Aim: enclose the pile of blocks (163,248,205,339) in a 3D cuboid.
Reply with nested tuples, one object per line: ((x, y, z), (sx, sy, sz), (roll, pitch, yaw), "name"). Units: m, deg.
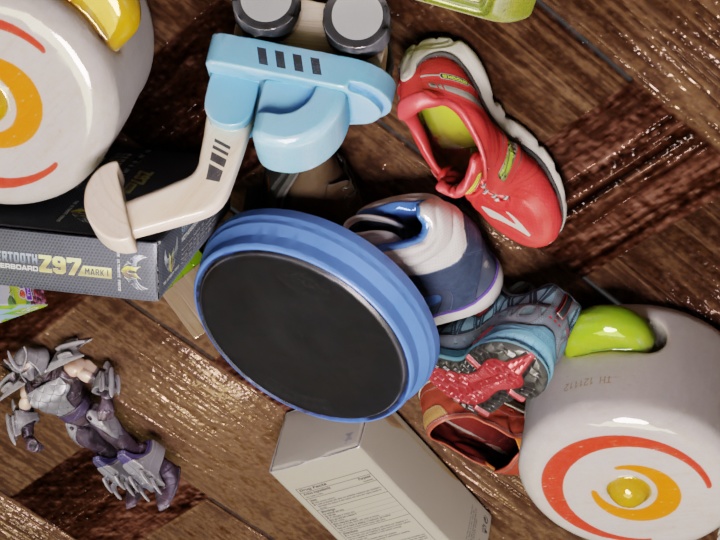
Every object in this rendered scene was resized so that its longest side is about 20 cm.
((-0.184, -0.017, 1.630), (0.199, 0.082, 0.062), (27, 180, -1), "pile of blocks")

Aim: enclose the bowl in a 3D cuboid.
((-0.038, 0.040, 1.525), (0.200, 0.039, 0.201), (19, 141, 16), "bowl")

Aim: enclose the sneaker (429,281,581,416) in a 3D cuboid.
((0.115, 0.058, 1.601), (0.079, 0.096, 0.200), (44, 157, -16), "sneaker")

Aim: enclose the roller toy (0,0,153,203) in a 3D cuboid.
((-0.245, -0.147, 1.404), (0.199, 0.140, 0.183), (5, 125, 8), "roller toy")

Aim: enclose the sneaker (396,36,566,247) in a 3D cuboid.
((0.082, -0.077, 1.462), (0.077, 0.085, 0.200), (-19, 128, 32), "sneaker")

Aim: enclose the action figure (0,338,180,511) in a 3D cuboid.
((-0.247, 0.135, 1.791), (0.130, 0.070, 0.200), (-20, 125, 38), "action figure")

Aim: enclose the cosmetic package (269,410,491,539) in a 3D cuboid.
((0.021, 0.200, 1.783), (0.105, 0.071, 0.200), (-17, 129, 31), "cosmetic package")

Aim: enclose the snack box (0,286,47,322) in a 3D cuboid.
((-0.386, 0.035, 1.676), (0.199, 0.053, 0.142), (-19, 171, 30), "snack box")

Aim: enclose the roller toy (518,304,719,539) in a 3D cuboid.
((0.224, 0.133, 1.606), (0.199, 0.140, 0.183), (25, 137, -12), "roller toy")

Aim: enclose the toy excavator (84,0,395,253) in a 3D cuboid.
((-0.079, -0.100, 1.376), (0.194, 0.201, 0.100), (10, 165, 4), "toy excavator")

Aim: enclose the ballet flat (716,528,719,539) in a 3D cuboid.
((0.343, 0.249, 1.754), (0.063, 0.069, 0.200), (9, 138, 26), "ballet flat")

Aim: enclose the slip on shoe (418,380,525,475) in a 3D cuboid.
((0.136, 0.153, 1.710), (0.199, 0.061, 0.074), (28, 134, -16), "slip on shoe")

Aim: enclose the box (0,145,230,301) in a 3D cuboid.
((-0.196, -0.041, 1.491), (0.157, 0.200, 0.051), (7, 113, 11), "box")

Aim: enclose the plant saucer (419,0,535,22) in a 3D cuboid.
((0.038, -0.251, 1.317), (0.199, 0.048, 0.200), (16, 138, -1), "plant saucer")

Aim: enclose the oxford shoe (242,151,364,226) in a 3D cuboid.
((-0.034, -0.076, 1.520), (0.084, 0.073, 0.200), (4, 141, -15), "oxford shoe")

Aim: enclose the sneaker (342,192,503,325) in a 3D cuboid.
((0.000, 0.000, 1.550), (0.199, 0.081, 0.146), (-20, 144, 21), "sneaker")
